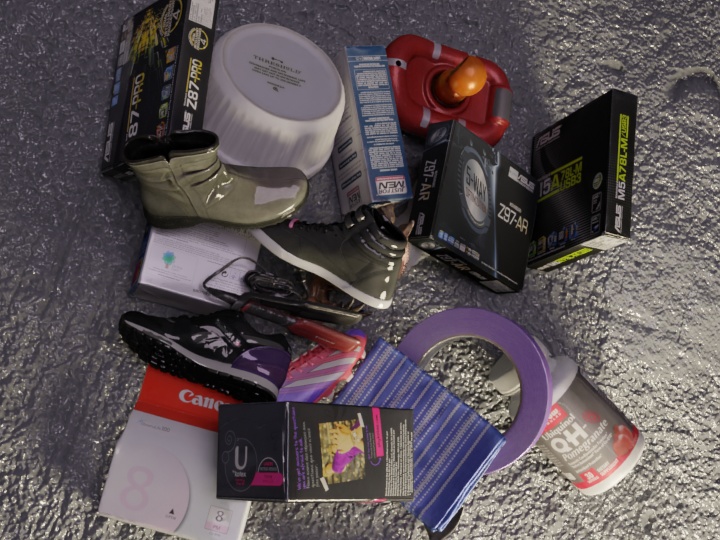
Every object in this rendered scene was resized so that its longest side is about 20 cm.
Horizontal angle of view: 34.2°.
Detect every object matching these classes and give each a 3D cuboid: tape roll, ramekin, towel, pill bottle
[{"bbox_3d":[0.133,0.147,1.427,0.198,0.066,0.202,-1,86,14],"label":"tape roll"},{"bbox_3d":[-0.110,-0.208,1.413,0.201,0.094,0.204,15,50,-19],"label":"ramekin"},{"bbox_3d":[0.057,0.196,1.396,0.199,0.024,0.145,38,93,14],"label":"towel"},{"bbox_3d":[0.260,0.181,1.499,0.200,0.111,0.111,46,67,-6],"label":"pill bottle"}]

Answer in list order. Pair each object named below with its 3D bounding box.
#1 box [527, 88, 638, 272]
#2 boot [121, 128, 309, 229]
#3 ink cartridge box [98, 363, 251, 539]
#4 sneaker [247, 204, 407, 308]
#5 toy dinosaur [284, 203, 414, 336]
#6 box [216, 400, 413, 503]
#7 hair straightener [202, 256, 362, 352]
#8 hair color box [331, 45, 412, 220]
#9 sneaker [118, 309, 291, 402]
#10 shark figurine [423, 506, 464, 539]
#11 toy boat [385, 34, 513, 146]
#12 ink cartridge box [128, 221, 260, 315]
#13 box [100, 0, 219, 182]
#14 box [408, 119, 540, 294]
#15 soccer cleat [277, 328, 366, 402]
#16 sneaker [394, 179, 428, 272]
[{"bbox_3d":[0.285,-0.112,1.526,0.047,0.200,0.195,10,76,-20],"label":"box"},{"bbox_3d":[-0.155,-0.104,1.282,0.198,0.131,0.068,-7,61,-5],"label":"boot"},{"bbox_3d":[-0.191,0.198,1.325,0.161,0.057,0.202,14,82,0],"label":"ink cartridge box"},{"bbox_3d":[-0.034,-0.045,1.347,0.199,0.071,0.100,28,109,3],"label":"sneaker"},{"bbox_3d":[0.000,0.000,1.422,0.086,0.199,0.137,-11,83,-64],"label":"toy dinosaur"},{"bbox_3d":[-0.047,0.203,1.294,0.199,0.122,0.107,11,76,-44],"label":"box"},{"bbox_3d":[-0.088,0.033,1.368,0.198,0.041,0.078,17,58,-19],"label":"hair straightener"},{"bbox_3d":[0.005,-0.173,1.484,0.060,0.100,0.202,-6,81,-23],"label":"hair color box"},{"bbox_3d":[-0.175,0.080,1.339,0.198,0.076,0.088,24,60,-5],"label":"sneaker"},{"bbox_3d":[0.033,0.360,1.385,0.213,0.089,0.129,-12,84,-21],"label":"shark figurine"},{"bbox_3d":[0.119,-0.242,1.528,0.198,0.131,0.132,14,73,-18],"label":"toy boat"},{"bbox_3d":[-0.185,-0.054,1.396,0.135,0.076,0.202,17,74,-18],"label":"ink cartridge box"},{"bbox_3d":[-0.234,-0.217,1.367,0.049,0.161,0.202,16,73,-36],"label":"box"},{"bbox_3d":[0.149,-0.078,1.506,0.199,0.043,0.162,29,67,-42],"label":"box"},{"bbox_3d":[-0.072,0.132,1.402,0.077,0.067,0.200,47,73,-10],"label":"soccer cleat"},{"bbox_3d":[0.084,-0.041,1.507,0.088,0.075,0.201,43,66,-21],"label":"sneaker"}]
